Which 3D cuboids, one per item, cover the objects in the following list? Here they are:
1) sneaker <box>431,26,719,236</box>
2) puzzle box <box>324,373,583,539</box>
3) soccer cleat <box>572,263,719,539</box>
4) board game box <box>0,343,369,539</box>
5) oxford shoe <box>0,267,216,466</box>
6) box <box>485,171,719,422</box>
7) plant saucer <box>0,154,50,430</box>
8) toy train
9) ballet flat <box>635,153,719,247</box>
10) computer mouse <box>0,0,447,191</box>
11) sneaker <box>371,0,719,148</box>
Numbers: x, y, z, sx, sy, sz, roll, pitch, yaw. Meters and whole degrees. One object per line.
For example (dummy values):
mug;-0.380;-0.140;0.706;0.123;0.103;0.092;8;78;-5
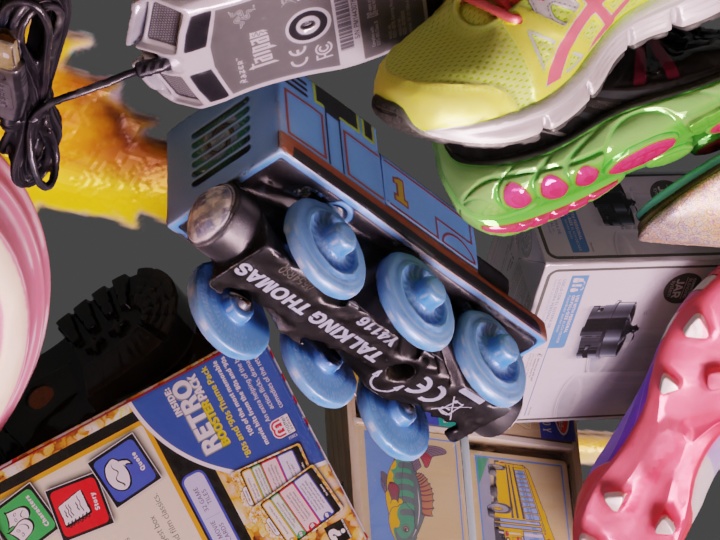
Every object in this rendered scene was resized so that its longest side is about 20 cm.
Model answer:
sneaker;0.119;-0.086;1.068;0.199;0.084;0.077;-22;164;-22
puzzle box;0.050;0.133;1.191;0.133;0.201;0.025;9;152;-27
soccer cleat;0.160;0.059;1.167;0.067;0.077;0.201;27;111;-2
board game box;-0.098;0.138;1.092;0.199;0.152;0.046;-27;178;-7
oxford shoe;-0.147;0.084;1.167;0.199;0.073;0.084;-29;139;13
box;0.161;0.012;1.199;0.199;0.060;0.117;-1;136;-18
plant saucer;-0.216;0.026;1.036;0.200;0.051;0.201;-14;118;-28
toy train;0.000;0.000;1.087;0.087;0.115;0.200;-31;133;30
ballet flat;0.216;-0.048;1.097;0.200;0.067;0.068;-32;171;-14
computer mouse;-0.059;-0.102;1.011;0.199;0.044;0.110;-18;142;-8
sneaker;0.080;-0.124;1.001;0.200;0.078;0.091;-35;133;-23
